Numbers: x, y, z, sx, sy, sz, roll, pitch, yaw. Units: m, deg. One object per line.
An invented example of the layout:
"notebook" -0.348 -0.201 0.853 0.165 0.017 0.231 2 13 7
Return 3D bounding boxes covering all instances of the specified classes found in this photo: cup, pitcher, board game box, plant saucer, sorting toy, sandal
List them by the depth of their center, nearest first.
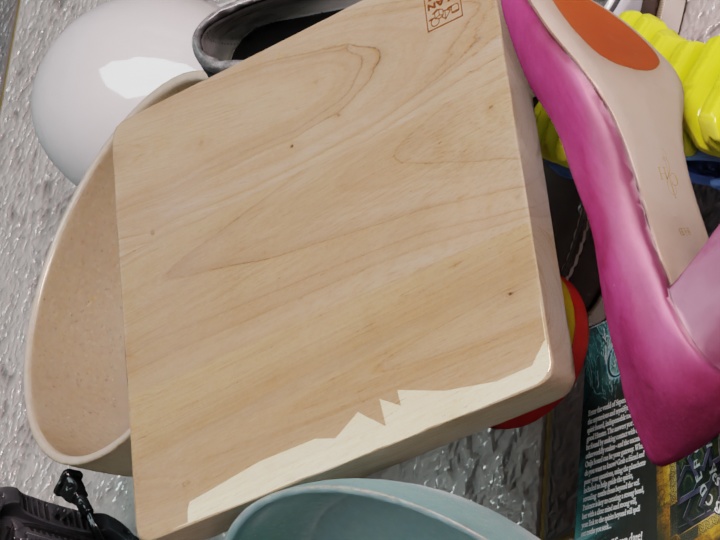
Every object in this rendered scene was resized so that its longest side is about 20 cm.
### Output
"board game box" 0.140 0.066 0.994 0.200 0.028 0.136 151 127 -63
"plant saucer" 0.037 0.149 1.023 0.200 0.200 0.036 -25 19 50
"sandal" 0.143 -0.055 1.061 0.200 0.087 0.080 11 67 59
"sorting toy" 0.000 0.000 1.075 0.199 0.070 0.200 -23 57 28
"cup" -0.055 0.021 1.284 0.200 0.143 0.201 -37 41 41
"pitcher" -0.083 -0.116 1.479 0.200 0.121 0.172 -1 47 48

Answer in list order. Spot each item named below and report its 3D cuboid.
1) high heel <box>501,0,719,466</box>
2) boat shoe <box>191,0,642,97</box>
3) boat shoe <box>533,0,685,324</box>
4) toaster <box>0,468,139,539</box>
"high heel" 0.089 -0.025 0.986 0.096 0.067 0.200 -55 46 28
"boat shoe" 0.023 -0.114 1.153 0.198 0.068 0.074 -8 63 18
"boat shoe" 0.098 -0.068 1.180 0.072 0.059 0.201 -12 59 55
"toaster" -0.180 0.211 1.390 0.129 0.113 0.200 -54 33 26
